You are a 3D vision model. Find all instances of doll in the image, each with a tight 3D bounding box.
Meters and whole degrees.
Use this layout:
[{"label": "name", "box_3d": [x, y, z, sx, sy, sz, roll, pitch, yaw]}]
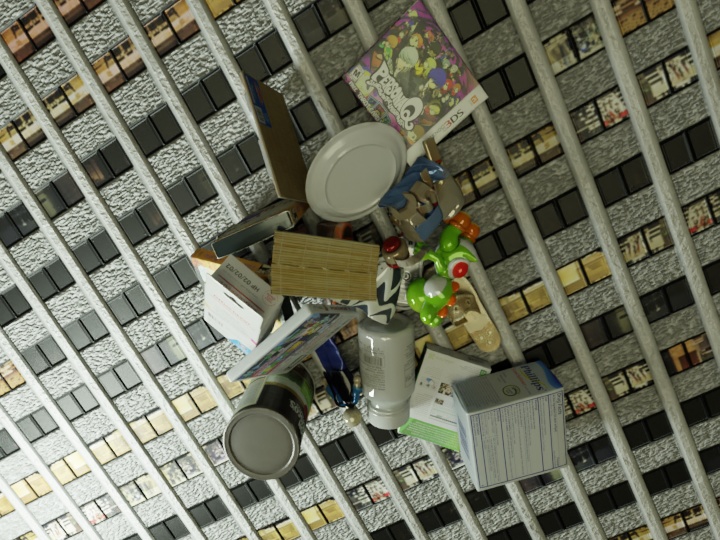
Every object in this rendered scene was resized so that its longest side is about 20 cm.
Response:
[{"label": "doll", "box_3d": [-0.047, 0.216, 1.071, 0.135, 0.048, 0.205, -24, 90, 52]}]

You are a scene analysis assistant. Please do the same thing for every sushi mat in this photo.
[{"label": "sushi mat", "box_3d": [-0.054, -0.004, 0.864, 0.194, 0.012, 0.100, 6, 90, -29]}]

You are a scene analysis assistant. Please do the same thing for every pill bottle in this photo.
[{"label": "pill bottle", "box_3d": [0.053, 0.197, 1.049, 0.110, 0.115, 0.208, -1, 108, 4]}]

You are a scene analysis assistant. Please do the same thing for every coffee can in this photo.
[{"label": "coffee can", "box_3d": [-0.171, 0.279, 1.046, 0.140, 0.201, 0.152, 1, 109, 3]}]

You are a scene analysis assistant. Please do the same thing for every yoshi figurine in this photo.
[{"label": "yoshi figurine", "box_3d": [0.138, -0.003, 0.965, 0.109, 0.112, 0.206, 22, 81, -2]}]

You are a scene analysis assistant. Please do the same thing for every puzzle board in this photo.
[{"label": "puzzle board", "box_3d": [-0.136, -0.213, 0.888, 0.017, 0.150, 0.207, -19, 88, 17]}]

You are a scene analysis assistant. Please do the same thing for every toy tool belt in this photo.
[{"label": "toy tool belt", "box_3d": [0.084, -0.118, 0.903, 0.201, 0.123, 0.124, -50, 130, -20]}]

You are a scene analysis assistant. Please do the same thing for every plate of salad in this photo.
[{"label": "plate of salad", "box_3d": [-0.008, -0.170, 0.924, 0.194, 0.049, 0.204, -21, 141, -17]}]

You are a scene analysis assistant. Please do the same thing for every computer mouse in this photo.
[{"label": "computer mouse", "box_3d": [0.088, -0.028, 1.016, 0.105, 0.044, 0.208, 8, 103, -1]}]

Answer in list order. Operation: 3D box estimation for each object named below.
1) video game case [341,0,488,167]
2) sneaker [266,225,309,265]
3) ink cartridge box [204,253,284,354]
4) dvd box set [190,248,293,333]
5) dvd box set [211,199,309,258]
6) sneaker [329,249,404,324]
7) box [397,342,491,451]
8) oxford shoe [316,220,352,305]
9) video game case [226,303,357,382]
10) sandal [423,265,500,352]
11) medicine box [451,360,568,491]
[{"label": "video game case", "box_3d": [0.094, -0.319, 0.926, 0.180, 0.036, 0.201, -38, 101, 14]}, {"label": "sneaker", "box_3d": [-0.144, -0.019, 1.023, 0.074, 0.119, 0.198, 25, 145, -27]}, {"label": "ink cartridge box", "box_3d": [-0.192, 0.055, 0.871, 0.114, 0.068, 0.201, 37, 151, 2]}, {"label": "dvd box set", "box_3d": [-0.216, 0.043, 0.993, 0.194, 0.030, 0.150, 14, 133, 26]}, {"label": "dvd box set", "box_3d": [-0.163, -0.086, 0.932, 0.142, 0.201, 0.030, -22, 105, 10]}, {"label": "sneaker", "box_3d": [0.000, 0.000, 0.951, 0.195, 0.079, 0.133, 27, 91, -22]}, {"label": "box", "box_3d": [0.170, 0.264, 1.104, 0.140, 0.036, 0.206, 17, 107, -1]}, {"label": "oxford shoe", "box_3d": [-0.057, 0.005, 1.032, 0.070, 0.071, 0.208, 10, 105, 22]}, {"label": "video game case", "box_3d": [-0.115, 0.126, 0.946, 0.198, 0.181, 0.023, -40, 71, 17]}, {"label": "sandal", "box_3d": [0.203, 0.081, 1.025, 0.077, 0.070, 0.213, -38, 101, 14]}, {"label": "medicine box", "box_3d": [0.294, 0.304, 1.049, 0.193, 0.103, 0.188, -14, 111, -3]}]
